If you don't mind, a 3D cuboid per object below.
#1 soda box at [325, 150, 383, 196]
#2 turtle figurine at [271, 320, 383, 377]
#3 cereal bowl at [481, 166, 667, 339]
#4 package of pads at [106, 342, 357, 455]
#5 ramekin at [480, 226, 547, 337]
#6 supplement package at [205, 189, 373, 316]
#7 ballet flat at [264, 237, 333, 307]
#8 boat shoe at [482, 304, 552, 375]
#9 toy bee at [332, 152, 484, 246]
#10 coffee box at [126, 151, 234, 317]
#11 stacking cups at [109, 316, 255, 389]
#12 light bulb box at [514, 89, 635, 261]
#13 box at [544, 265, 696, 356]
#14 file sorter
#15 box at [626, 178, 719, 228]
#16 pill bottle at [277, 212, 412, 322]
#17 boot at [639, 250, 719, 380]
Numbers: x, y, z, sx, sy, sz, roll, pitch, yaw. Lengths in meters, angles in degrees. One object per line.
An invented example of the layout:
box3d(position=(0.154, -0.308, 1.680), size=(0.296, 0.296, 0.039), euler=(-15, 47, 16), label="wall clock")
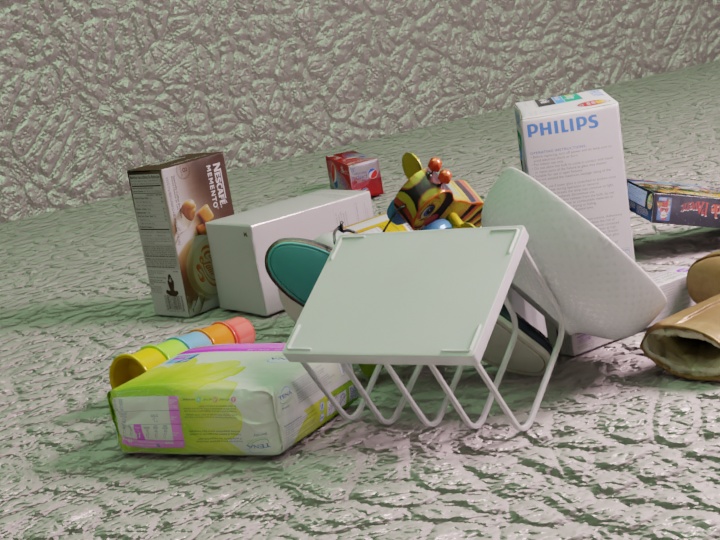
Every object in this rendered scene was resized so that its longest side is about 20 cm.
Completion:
box3d(position=(-0.013, -0.183, 2.631), size=(0.062, 0.071, 0.200), euler=(-11, 11, -11), label="soda box")
box3d(position=(-0.030, 0.074, 1.444), size=(0.197, 0.065, 0.161), euler=(-10, 13, -18), label="turtle figurine")
box3d(position=(0.186, -0.002, 1.286), size=(0.084, 0.200, 0.200), euler=(-48, 15, 0), label="cereal bowl")
box3d(position=(-0.123, 0.120, 1.305), size=(0.197, 0.069, 0.154), euler=(-4, 13, 30), label="package of pads")
box3d(position=(0.136, 0.019, 1.488), size=(0.197, 0.099, 0.201), euler=(-10, 11, 2), label="ramekin")
box3d(position=(-0.088, -0.028, 1.840), size=(0.198, 0.123, 0.119), euler=(-18, 14, -35), label="supplement package")
box3d(position=(-0.004, 0.021, 1.399), size=(0.197, 0.074, 0.073), euler=(22, 14, 1), label="ballet flat")
box3d(position=(0.102, 0.033, 1.329), size=(0.198, 0.075, 0.062), euler=(26, 50, 14), label="boat shoe")
box3d(position=(0.077, -0.064, 1.415), size=(0.109, 0.131, 0.200), euler=(-54, -6, 33), label="toy bee")
box3d(position=(-0.233, -0.050, 1.870), size=(0.079, 0.203, 0.114), euler=(2, 16, 43), label="coffee box")
box3d(position=(-0.188, 0.090, 1.516), size=(0.060, 0.061, 0.199), euler=(-2, 15, 34), label="stacking cups")
box3d(position=(0.270, -0.114, 1.750), size=(0.123, 0.203, 0.198), euler=(-8, 11, 6), label="light bulb box")
box3d(position=(0.275, 0.040, 1.415), size=(0.198, 0.042, 0.038), euler=(-19, 15, -31), label="box")
box3d(position=(0.061, 0.057, 1.223), size=(0.198, 0.125, 0.140), euler=(-1, 48, 36), label="file sorter")
box3d(position=(0.442, -0.081, 1.730), size=(0.197, 0.038, 0.137), euler=(4, 10, -6), label="box")
box3d(position=(0.000, 0.000, 1.657), size=(0.198, 0.113, 0.110), euler=(-20, 15, -39), label="pill bottle")
box3d(position=(0.333, 0.039, 1.312), size=(0.198, 0.067, 0.174), euler=(-21, 16, -37), label="boot")
